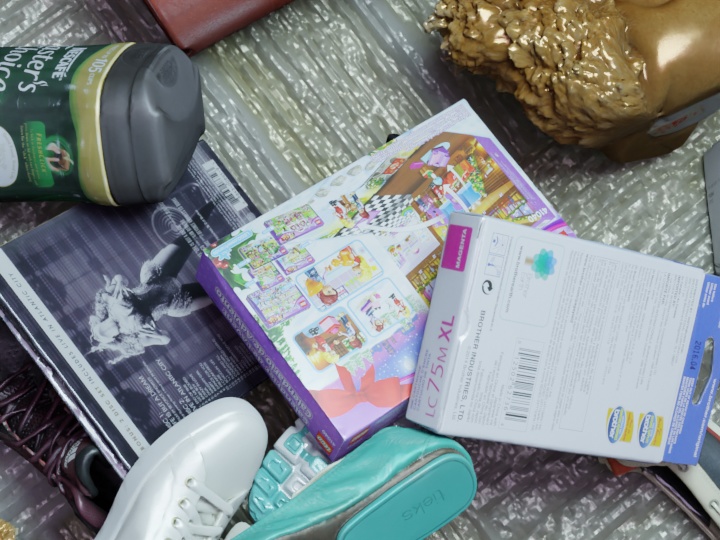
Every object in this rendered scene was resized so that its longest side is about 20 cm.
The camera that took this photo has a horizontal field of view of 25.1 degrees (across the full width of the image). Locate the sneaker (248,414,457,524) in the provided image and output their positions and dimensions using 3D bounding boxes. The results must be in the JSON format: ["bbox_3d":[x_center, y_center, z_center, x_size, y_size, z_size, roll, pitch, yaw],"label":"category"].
[{"bbox_3d":[0.015,0.101,0.970,0.200,0.091,0.078,-33,78,-24],"label":"sneaker"}]

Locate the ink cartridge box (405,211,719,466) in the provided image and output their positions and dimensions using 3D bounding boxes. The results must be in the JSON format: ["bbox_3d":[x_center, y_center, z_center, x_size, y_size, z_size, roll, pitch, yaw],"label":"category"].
[{"bbox_3d":[0.126,0.043,0.925,0.199,0.042,0.120,11,92,-31],"label":"ink cartridge box"}]

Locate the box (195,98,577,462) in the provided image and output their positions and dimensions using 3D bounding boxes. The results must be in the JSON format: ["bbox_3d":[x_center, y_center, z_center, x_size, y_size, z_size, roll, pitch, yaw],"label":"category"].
[{"bbox_3d":[0.024,0.001,0.944,0.200,0.039,0.137,-31,74,-25],"label":"box"}]

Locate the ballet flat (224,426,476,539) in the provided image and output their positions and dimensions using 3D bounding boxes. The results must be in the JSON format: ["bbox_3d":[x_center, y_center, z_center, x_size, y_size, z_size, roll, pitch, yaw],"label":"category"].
[{"bbox_3d":[-0.029,0.148,0.865,0.200,0.070,0.068,-31,115,-21],"label":"ballet flat"}]

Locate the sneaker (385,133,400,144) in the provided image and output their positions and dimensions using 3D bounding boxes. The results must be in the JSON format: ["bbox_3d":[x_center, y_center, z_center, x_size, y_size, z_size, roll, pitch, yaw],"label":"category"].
[{"bbox_3d":[0.000,0.000,1.002,0.080,0.071,0.200,31,63,8],"label":"sneaker"}]

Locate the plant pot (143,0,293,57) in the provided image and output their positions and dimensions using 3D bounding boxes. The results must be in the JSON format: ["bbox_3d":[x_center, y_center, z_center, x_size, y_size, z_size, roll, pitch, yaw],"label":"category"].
[{"bbox_3d":[-0.068,-0.243,0.983,0.195,0.201,0.201,-33,86,-2],"label":"plant pot"}]

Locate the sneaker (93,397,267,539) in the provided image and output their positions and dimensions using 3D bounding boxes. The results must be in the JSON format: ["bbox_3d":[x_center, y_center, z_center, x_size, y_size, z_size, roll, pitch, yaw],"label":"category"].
[{"bbox_3d":[-0.104,0.165,0.872,0.085,0.073,0.200,30,81,45],"label":"sneaker"}]

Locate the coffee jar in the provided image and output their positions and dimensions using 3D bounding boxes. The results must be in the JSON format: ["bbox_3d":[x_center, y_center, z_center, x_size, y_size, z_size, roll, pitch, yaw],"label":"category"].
[{"bbox_3d":[-0.195,-0.087,0.955,0.199,0.104,0.086,1,116,9],"label":"coffee jar"}]

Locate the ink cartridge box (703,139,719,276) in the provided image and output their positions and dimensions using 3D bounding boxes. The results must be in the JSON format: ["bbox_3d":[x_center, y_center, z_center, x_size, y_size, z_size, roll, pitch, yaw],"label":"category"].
[{"bbox_3d":[0.306,0.007,1.030,0.146,0.083,0.201,-4,82,-6],"label":"ink cartridge box"}]

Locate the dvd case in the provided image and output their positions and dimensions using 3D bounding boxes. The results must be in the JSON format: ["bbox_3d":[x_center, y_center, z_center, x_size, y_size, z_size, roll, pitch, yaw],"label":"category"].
[{"bbox_3d":[-0.115,0.017,0.962,0.149,0.016,0.200,52,44,3],"label":"dvd case"}]

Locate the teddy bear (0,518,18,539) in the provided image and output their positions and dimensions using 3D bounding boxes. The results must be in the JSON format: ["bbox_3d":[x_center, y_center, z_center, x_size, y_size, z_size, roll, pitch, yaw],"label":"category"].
[{"bbox_3d":[-0.293,0.137,0.954,0.145,0.067,0.201,-30,86,-12],"label":"teddy bear"}]

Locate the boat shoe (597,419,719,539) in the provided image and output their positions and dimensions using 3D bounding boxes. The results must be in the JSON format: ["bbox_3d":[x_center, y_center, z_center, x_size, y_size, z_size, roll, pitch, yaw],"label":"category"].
[{"bbox_3d":[0.182,0.107,1.012,0.200,0.071,0.063,35,82,-4],"label":"boat shoe"}]

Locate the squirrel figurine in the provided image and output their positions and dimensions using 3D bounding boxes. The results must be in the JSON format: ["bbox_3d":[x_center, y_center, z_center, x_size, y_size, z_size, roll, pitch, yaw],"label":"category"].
[{"bbox_3d":[0.143,-0.171,0.989,0.199,0.141,0.187,-16,76,-34],"label":"squirrel figurine"}]

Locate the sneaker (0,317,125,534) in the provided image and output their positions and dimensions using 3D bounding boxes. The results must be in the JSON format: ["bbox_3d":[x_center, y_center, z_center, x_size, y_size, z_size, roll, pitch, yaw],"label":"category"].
[{"bbox_3d":[-0.173,0.090,0.948,0.200,0.116,0.076,41,83,1],"label":"sneaker"}]
